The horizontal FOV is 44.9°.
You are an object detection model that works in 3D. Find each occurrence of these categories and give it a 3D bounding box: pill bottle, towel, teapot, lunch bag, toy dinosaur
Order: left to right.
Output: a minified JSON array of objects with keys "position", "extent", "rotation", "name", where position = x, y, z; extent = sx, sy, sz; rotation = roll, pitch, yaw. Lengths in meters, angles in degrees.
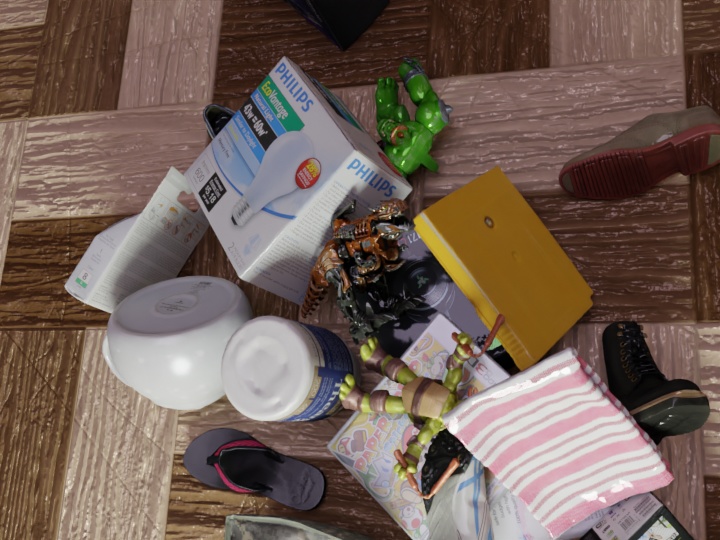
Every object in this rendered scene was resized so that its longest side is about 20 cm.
[{"position":[-0.223,0.107,1.105],"extent":[0.194,0.149,0.200],"rotation":[-14,26,-17],"name":"teapot"},{"position":[-0.070,0.119,1.014],"extent":[0.109,0.200,0.114],"rotation":[-3,80,20],"name":"pill bottle"},{"position":[-0.037,0.341,0.962],"extent":[0.196,0.164,0.120],"rotation":[0,69,19],"name":"lunch bag"},{"position":[0.000,0.000,0.977],"extent":[0.101,0.200,0.137],"rotation":[-29,82,-29],"name":"toy dinosaur"},{"position":[0.191,0.169,0.831],"extent":[0.145,0.200,0.030],"rotation":[-33,27,22],"name":"towel"}]

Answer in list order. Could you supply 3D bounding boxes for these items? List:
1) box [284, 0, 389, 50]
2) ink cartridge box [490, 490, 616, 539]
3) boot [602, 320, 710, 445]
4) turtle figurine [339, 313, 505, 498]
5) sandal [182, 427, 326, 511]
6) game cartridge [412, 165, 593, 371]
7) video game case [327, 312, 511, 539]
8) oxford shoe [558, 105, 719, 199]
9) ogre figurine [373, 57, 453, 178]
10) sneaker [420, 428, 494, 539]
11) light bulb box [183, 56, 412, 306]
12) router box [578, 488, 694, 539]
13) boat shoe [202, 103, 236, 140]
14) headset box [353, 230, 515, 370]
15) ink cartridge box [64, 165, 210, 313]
[{"position":[-0.073,-0.429,1.207],"extent":[0.104,0.148,0.200],"rotation":[-45,66,1],"name":"box"},{"position":[0.173,0.233,0.966],"extent":[0.196,0.084,0.148],"rotation":[-18,71,12],"name":"ink cartridge box"},{"position":[0.291,0.103,0.906],"extent":[0.076,0.200,0.141],"rotation":[4,69,-6],"name":"boot"},{"position":[0.067,0.125,0.917],"extent":[0.159,0.064,0.203],"rotation":[18,77,33],"name":"turtle figurine"},{"position":[-0.137,0.245,1.088],"extent":[0.196,0.045,0.077],"rotation":[12,78,21],"name":"sandal"},{"position":[0.166,-0.008,0.981],"extent":[0.201,0.175,0.032],"rotation":[55,134,5],"name":"game cartridge"},{"position":[0.088,0.180,0.948],"extent":[0.182,0.023,0.201],"rotation":[42,93,22],"name":"video game case"},{"position":[0.334,-0.142,1.045],"extent":[0.196,0.071,0.076],"rotation":[-13,44,16],"name":"oxford shoe"},{"position":[0.044,-0.173,1.128],"extent":[0.200,0.099,0.119],"rotation":[-43,47,-14],"name":"ogre figurine"},{"position":[0.104,0.246,0.889],"extent":[0.071,0.072,0.204],"rotation":[-18,57,42],"name":"sneaker"},{"position":[-0.079,-0.107,1.052],"extent":[0.200,0.124,0.199],"rotation":[-46,53,14],"name":"light bulb box"},{"position":[0.262,0.337,0.880],"extent":[0.200,0.051,0.149],"rotation":[-44,109,2],"name":"router box"},{"position":[-0.149,-0.158,1.200],"extent":[0.075,0.062,0.201],"rotation":[-39,67,2],"name":"boat shoe"},{"position":[0.097,0.052,1.041],"extent":[0.172,0.093,0.203],"rotation":[-25,69,10],"name":"headset box"},{"position":[-0.283,-0.035,1.156],"extent":[0.050,0.161,0.202],"rotation":[28,84,19],"name":"ink cartridge box"}]
